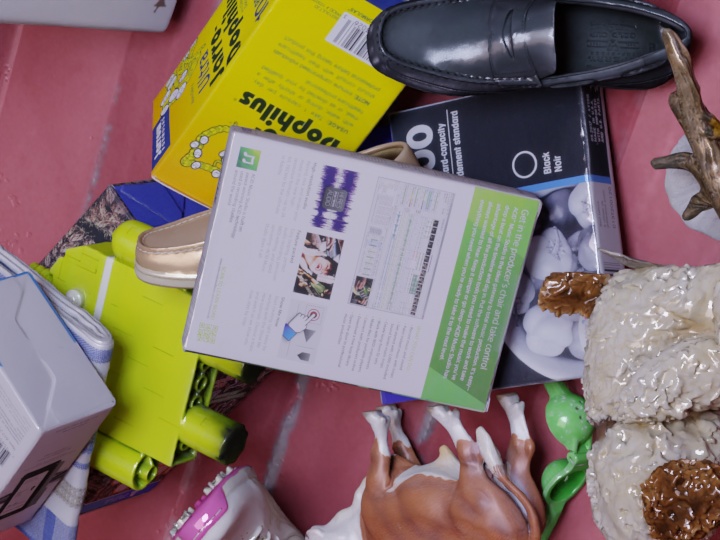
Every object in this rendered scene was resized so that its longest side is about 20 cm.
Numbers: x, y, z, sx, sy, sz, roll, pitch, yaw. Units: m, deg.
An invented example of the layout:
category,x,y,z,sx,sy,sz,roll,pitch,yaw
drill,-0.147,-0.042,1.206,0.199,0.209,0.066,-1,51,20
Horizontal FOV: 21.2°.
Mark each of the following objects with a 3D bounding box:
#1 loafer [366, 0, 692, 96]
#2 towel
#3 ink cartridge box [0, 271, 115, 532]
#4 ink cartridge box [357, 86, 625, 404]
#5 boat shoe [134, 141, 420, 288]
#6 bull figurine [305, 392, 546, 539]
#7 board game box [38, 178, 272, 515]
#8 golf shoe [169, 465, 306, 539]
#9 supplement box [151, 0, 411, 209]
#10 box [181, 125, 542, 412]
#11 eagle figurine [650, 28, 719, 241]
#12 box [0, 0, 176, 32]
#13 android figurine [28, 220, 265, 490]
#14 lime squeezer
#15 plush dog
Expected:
category,x,y,z,sx,sy,sz,roll,pitch,yaw
loafer,0.105,-0.145,1.186,0.200,0.070,0.068,1,81,-7
towel,-0.233,0.094,1.356,0.147,0.024,0.200,34,125,32
ink cartridge box,-0.259,0.107,1.320,0.116,0.068,0.200,55,134,16
ink cartridge box,0.077,-0.017,1.278,0.200,0.043,0.198,-11,82,33
boat shoe,-0.054,-0.042,1.249,0.200,0.074,0.069,-13,118,-2
bull figurine,0.043,0.152,1.315,0.200,0.065,0.122,-10,89,41
board game box,-0.171,0.055,1.423,0.200,0.097,0.159,-45,73,28
golf shoe,-0.072,0.188,1.337,0.092,0.200,0.075,42,88,13
supplement box,-0.044,-0.137,1.288,0.109,0.109,0.200,27,117,-21
box,0.000,0.000,1.208,0.200,0.036,0.144,13,102,-7
eagle figurine,0.276,-0.077,1.084,0.151,0.200,0.152,-126,25,-44
box,-0.227,-0.289,1.342,0.171,0.199,0.200,36,114,33
android figurine,-0.159,0.055,1.336,0.200,0.041,0.182,25,109,25
lime squeezer,0.124,0.122,1.286,0.071,0.038,0.200,4,99,31
plush dog,0.177,0.090,1.120,0.160,0.200,0.172,6,76,5
